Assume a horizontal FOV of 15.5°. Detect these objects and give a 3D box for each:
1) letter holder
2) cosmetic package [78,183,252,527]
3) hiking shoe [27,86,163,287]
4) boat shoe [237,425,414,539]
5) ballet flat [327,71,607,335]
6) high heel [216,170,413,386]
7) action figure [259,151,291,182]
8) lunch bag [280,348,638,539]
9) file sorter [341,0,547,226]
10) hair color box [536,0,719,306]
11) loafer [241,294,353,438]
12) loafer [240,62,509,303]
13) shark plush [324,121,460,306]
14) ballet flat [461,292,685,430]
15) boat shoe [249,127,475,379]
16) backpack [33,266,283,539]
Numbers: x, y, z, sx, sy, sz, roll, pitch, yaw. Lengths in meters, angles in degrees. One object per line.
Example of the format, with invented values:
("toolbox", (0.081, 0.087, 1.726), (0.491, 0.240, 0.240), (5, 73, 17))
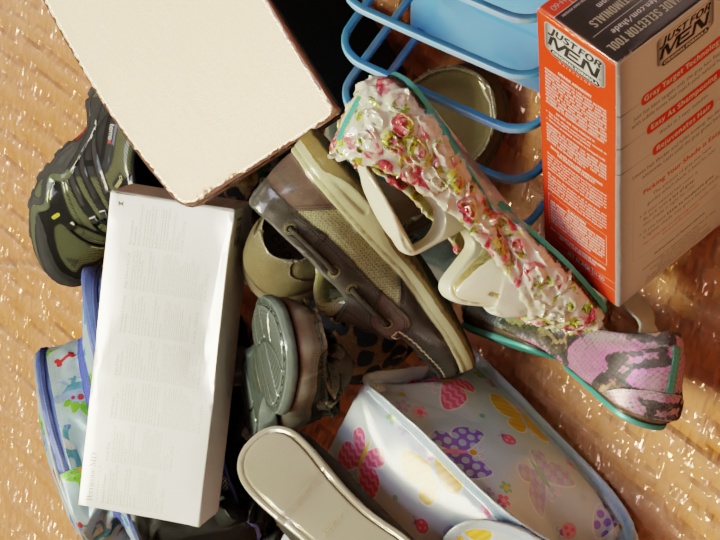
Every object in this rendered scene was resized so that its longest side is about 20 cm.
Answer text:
("letter holder", (-0.094, -0.158, 1.601), (0.142, 0.101, 0.200), (-31, 93, 30))
("cosmetic package", (-0.121, 0.052, 1.644), (0.082, 0.051, 0.201), (9, 100, 10))
("hiking shoe", (-0.174, -0.055, 1.892), (0.101, 0.076, 0.200), (53, 130, 36))
("boat shoe", (0.002, 0.170, 1.552), (0.067, 0.057, 0.200), (-42, 60, 4))
("ballet flat", (0.053, -0.023, 1.453), (0.200, 0.064, 0.076), (47, 168, -18))
("high heel", (-0.035, -0.025, 1.695), (0.071, 0.142, 0.201), (-154, 60, -79))
("action figure", (-0.072, -0.088, 1.733), (0.118, 0.055, 0.201), (17, 129, 29))
("lunch bag", (0.063, 0.174, 1.607), (0.200, 0.127, 0.170), (45, 128, 24))
("file sorter", (0.067, -0.137, 1.466), (0.138, 0.123, 0.200), (25, 148, 16))
("hair color box", (0.151, -0.083, 1.414), (0.061, 0.101, 0.200), (40, 154, 30))
("loafer", (-0.033, 0.056, 1.591), (0.200, 0.063, 0.072), (118, 142, -72))
("loafer", (0.012, -0.052, 1.605), (0.076, 0.200, 0.067), (46, 175, 6))
("shark plush", (0.023, -0.068, 1.672), (0.083, 0.091, 0.201), (-21, 74, 29))
("ballet flat", (0.130, 0.032, 1.545), (0.200, 0.069, 0.071), (29, 102, 58))
("boat shoe", (0.000, 0.000, 1.542), (0.066, 0.201, 0.072), (-33, 41, 4))
("backpack", (-0.141, 0.092, 1.782), (0.183, 0.146, 0.201), (74, -174, -78))
